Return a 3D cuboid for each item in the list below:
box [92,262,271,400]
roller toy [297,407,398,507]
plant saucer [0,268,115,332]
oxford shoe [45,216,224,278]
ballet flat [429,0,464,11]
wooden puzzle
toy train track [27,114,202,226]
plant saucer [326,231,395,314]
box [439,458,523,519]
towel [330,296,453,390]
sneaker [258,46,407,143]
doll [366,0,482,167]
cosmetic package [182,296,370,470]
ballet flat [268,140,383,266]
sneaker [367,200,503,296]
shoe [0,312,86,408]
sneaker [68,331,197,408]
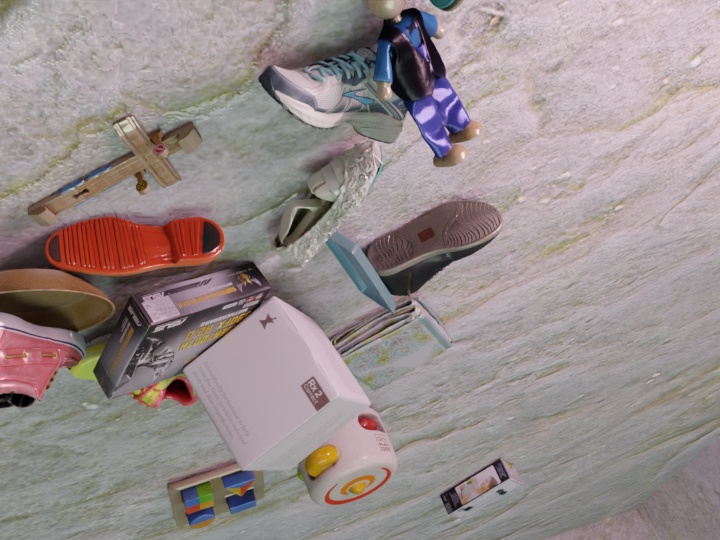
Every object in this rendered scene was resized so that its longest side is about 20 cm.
[{"bbox_3d":[-0.228,0.076,1.082,0.199,0.049,0.159,-17,151,-48],"label":"box"},{"bbox_3d":[-0.026,0.357,1.595,0.180,0.141,0.201,-16,146,-15],"label":"roller toy"},{"bbox_3d":[-0.378,0.037,0.943,0.196,0.036,0.201,-10,163,-3],"label":"plant saucer"},{"bbox_3d":[-0.258,-0.015,0.967,0.197,0.072,0.073,-1,155,-23],"label":"oxford shoe"},{"bbox_3d":[0.112,-0.333,0.776,0.068,0.070,0.201,-12,146,-20],"label":"ballet flat"},{"bbox_3d":[-0.272,0.440,1.631,0.182,0.047,0.201,-15,147,-17],"label":"wooden puzzle"},{"bbox_3d":[-0.256,-0.093,0.886,0.198,0.033,0.115,-26,148,3],"label":"toy train track"},{"bbox_3d":[0.000,0.000,1.176,0.019,0.070,0.200,-50,149,-11],"label":"plant saucer"},{"bbox_3d":[0.324,0.584,2.244,0.199,0.061,0.116,-35,147,15],"label":"box"},{"bbox_3d":[0.055,0.123,1.407,0.169,0.049,0.200,-28,148,10],"label":"towel"},{"bbox_3d":[-0.020,-0.199,0.880,0.198,0.078,0.087,1,129,-46],"label":"sneaker"},{"bbox_3d":[0.061,-0.211,0.873,0.048,0.137,0.201,0,136,42],"label":"doll"},{"bbox_3d":[-0.110,0.165,1.177,0.164,0.166,0.200,-38,161,3],"label":"cosmetic package"},{"bbox_3d":[-0.048,-0.079,1.019,0.071,0.072,0.201,7,134,-41],"label":"ballet flat"},{"bbox_3d":[0.111,-0.031,1.208,0.197,0.076,0.106,-19,153,6],"label":"sneaker"},{"bbox_3d":[-0.380,0.113,0.967,0.070,0.093,0.200,-13,164,9],"label":"shoe"},{"bbox_3d":[-0.298,0.142,1.142,0.198,0.091,0.078,11,135,-42],"label":"sneaker"}]
